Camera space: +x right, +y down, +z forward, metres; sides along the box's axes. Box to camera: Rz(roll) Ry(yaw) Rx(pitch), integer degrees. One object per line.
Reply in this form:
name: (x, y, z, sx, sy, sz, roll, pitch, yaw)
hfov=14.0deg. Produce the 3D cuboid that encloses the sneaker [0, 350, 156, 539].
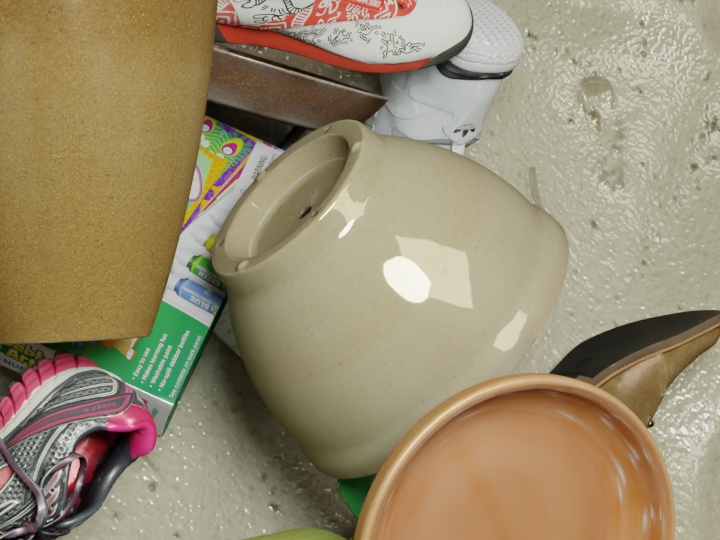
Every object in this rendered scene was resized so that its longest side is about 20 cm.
sneaker: (-0.196, 0.133, 1.600, 0.200, 0.075, 0.081, -51, 139, -11)

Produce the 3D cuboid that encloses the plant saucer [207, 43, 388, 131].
plant saucer: (-0.083, -0.119, 1.783, 0.200, 0.200, 0.035, 16, 94, -24)

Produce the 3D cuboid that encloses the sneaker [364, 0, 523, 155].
sneaker: (0.029, -0.148, 1.920, 0.075, 0.115, 0.200, 0, 33, -32)

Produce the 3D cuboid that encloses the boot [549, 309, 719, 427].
boot: (0.166, 0.085, 1.902, 0.200, 0.074, 0.076, -29, 103, -34)

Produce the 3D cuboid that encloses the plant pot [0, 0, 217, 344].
plant pot: (-0.167, -0.061, 1.613, 0.186, 0.186, 0.200, -2, 89, -32)

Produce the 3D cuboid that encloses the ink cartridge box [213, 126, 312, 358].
ink cartridge box: (-0.003, 0.019, 1.838, 0.200, 0.047, 0.160, 46, 52, -10)

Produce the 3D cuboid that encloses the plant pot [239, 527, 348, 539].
plant pot: (-0.074, 0.227, 1.613, 0.184, 0.200, 0.201, -17, 76, -47)

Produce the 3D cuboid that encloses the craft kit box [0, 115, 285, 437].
craft kit box: (-0.166, -0.027, 1.727, 0.197, 0.049, 0.200, 22, 55, 1)

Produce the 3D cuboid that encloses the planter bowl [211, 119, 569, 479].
planter bowl: (0.000, 0.000, 1.678, 0.135, 0.200, 0.200, 44, 51, -22)

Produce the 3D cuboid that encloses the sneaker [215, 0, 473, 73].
sneaker: (-0.014, -0.181, 1.760, 0.201, 0.108, 0.067, 6, 54, -16)

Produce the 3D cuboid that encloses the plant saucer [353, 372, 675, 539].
plant saucer: (0.080, 0.151, 1.617, 0.200, 0.037, 0.200, -7, 105, -25)

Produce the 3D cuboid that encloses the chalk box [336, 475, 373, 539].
chalk box: (0.062, 0.181, 1.724, 0.200, 0.124, 0.124, 49, 64, -8)
